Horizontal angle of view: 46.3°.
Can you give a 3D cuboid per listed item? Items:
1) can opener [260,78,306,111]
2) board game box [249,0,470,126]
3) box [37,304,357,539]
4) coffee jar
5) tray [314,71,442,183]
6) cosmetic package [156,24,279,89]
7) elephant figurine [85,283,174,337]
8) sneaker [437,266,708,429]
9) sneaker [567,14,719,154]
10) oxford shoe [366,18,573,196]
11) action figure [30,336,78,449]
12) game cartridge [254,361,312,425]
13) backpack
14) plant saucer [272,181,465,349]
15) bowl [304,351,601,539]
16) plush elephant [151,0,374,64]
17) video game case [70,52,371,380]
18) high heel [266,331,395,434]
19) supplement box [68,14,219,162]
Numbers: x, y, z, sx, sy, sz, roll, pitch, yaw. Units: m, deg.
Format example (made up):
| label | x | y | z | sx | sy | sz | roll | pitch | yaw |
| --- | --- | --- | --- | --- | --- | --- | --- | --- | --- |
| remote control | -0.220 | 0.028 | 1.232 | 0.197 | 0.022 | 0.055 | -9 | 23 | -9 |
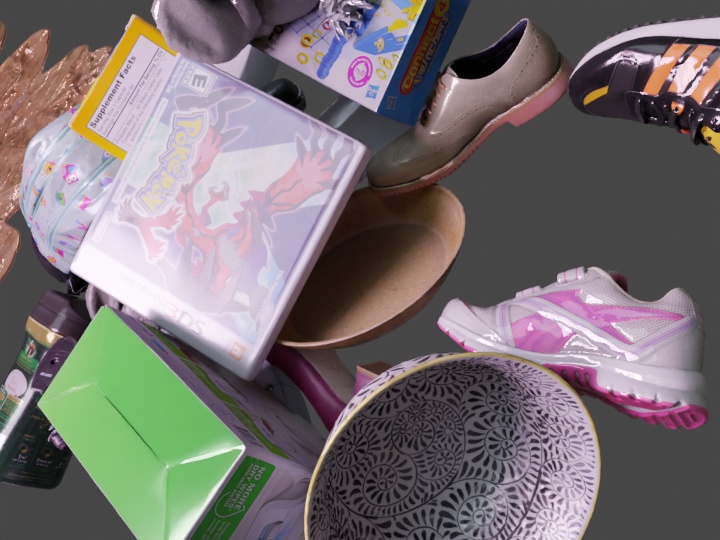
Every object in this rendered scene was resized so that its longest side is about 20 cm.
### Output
| label | x | y | z | sx | sy | sz | roll | pitch | yaw |
| --- | --- | --- | --- | --- | --- | --- | --- | --- | --- |
| can opener | -0.131 | -0.124 | 0.891 | 0.200 | 0.066 | 0.053 | -48 | 50 | 17 |
| board game box | 0.001 | -0.252 | 0.701 | 0.199 | 0.056 | 0.197 | 34 | 106 | 34 |
| box | -0.108 | 0.134 | 0.629 | 0.199 | 0.176 | 0.097 | 33 | 86 | 40 |
| coffee jar | -0.334 | 0.126 | 0.909 | 0.085 | 0.104 | 0.202 | 21 | 83 | 39 |
| tray | -0.001 | -0.129 | 0.813 | 0.200 | 0.022 | 0.108 | -41 | 51 | 17 |
| cosmetic package | -0.179 | -0.246 | 0.988 | 0.199 | 0.052 | 0.152 | 11 | 75 | 41 |
| elephant figurine | -0.212 | 0.055 | 0.838 | 0.199 | 0.142 | 0.156 | -26 | 25 | 46 |
| sneaker | 0.148 | 0.042 | 0.585 | 0.198 | 0.081 | 0.089 | 12 | 74 | 35 |
| sneaker | 0.235 | -0.121 | 0.587 | 0.198 | 0.070 | 0.091 | -2 | 66 | 36 |
| oxford shoe | 0.076 | -0.138 | 0.711 | 0.199 | 0.074 | 0.071 | -34 | 37 | 18 |
| action figure | -0.229 | 0.137 | 0.772 | 0.128 | 0.201 | 0.070 | 1 | 49 | 4 |
| game cartridge | -0.096 | 0.180 | 0.740 | 0.133 | 0.040 | 0.202 | -32 | 53 | 28 |
| backpack | -0.276 | -0.081 | 0.875 | 0.168 | 0.126 | 0.200 | -56 | 8 | -28 |
| plant saucer | 0.000 | 0.000 | 0.704 | 0.198 | 0.036 | 0.201 | -20 | 34 | 15 |
| bowl | 0.050 | 0.132 | 0.567 | 0.202 | 0.200 | 0.094 | -55 | 23 | 4 |
| plush elephant | -0.103 | -0.247 | 0.645 | 0.199 | 0.154 | 0.166 | 36 | 107 | 33 |
| video game case | -0.114 | -0.046 | 0.662 | 0.181 | 0.023 | 0.201 | 29 | 92 | 15 |
| high heel | -0.036 | 0.106 | 0.714 | 0.199 | 0.067 | 0.097 | 18 | 105 | 38 |
| supplement box | -0.138 | -0.119 | 0.754 | 0.109 | 0.199 | 0.110 | -57 | 11 | 2 |
